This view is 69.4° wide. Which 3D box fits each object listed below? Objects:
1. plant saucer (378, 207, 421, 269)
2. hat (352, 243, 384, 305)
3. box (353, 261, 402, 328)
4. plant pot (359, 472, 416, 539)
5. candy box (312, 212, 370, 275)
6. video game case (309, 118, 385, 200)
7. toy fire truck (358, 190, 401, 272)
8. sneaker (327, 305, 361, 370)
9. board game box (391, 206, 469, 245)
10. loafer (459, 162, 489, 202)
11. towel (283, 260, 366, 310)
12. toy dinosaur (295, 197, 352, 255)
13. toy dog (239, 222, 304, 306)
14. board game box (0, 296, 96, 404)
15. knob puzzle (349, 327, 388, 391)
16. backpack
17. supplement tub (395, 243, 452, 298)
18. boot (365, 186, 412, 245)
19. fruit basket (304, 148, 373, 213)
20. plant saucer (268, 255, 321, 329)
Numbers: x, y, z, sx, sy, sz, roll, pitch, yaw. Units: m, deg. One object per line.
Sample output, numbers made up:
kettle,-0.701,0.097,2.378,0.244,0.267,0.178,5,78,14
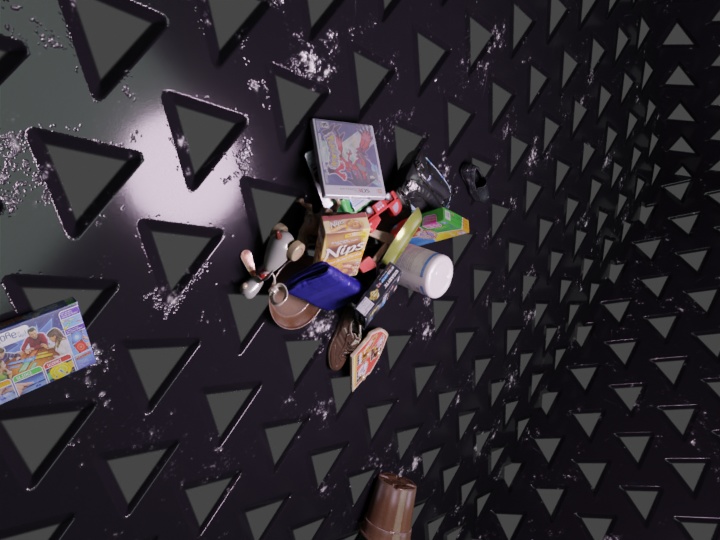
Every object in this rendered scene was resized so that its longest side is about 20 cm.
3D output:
plant saucer,0.116,-0.082,1.440,0.202,0.031,0.200,-56,174,-9
hat,0.000,0.000,1.507,0.199,0.080,0.205,-29,133,-36
box,0.045,0.073,1.430,0.160,0.046,0.200,-51,171,-11
plant pot,0.113,0.867,1.899,0.198,0.197,0.204,18,85,-47
candy box,-0.051,-0.058,1.297,0.112,0.056,0.202,-8,149,-17
video game case,-0.030,-0.277,1.304,0.178,0.023,0.205,-3,76,-32
toy fire truck,0.045,-0.104,1.400,0.198,0.049,0.143,-36,100,-10
sneaker,-0.040,0.209,1.548,0.070,0.075,0.205,9,99,-47
board game box,0.209,-0.130,1.585,0.151,0.197,0.041,16,68,-47
loafer,0.411,-0.301,1.818,0.069,0.070,0.200,-57,137,-11
towel,-0.088,0.040,1.342,0.199,0.145,0.051,34,40,-54
toy dinosaur,-0.092,-0.115,1.319,0.087,0.195,0.137,-84,160,-48
toy dog,-0.221,-0.026,1.246,0.096,0.129,0.204,50,58,-68
board game box,-0.611,0.150,0.961,0.198,0.034,0.139,-25,122,-38
knob puzzle,0.036,0.268,1.648,0.219,0.030,0.223,-44,148,-37
backpack,0.188,-0.241,1.573,0.197,0.153,0.166,28,83,-25
supplement tub,0.172,-0.006,1.592,0.130,0.198,0.135,-20,120,-38
boot,0.097,-0.140,1.503,0.128,0.069,0.202,-18,135,10
fruit basket,-0.041,-0.247,1.356,0.184,0.093,0.204,-37,126,-31
plant saucer,-0.170,0.054,1.382,0.198,0.036,0.206,-19,118,-40
